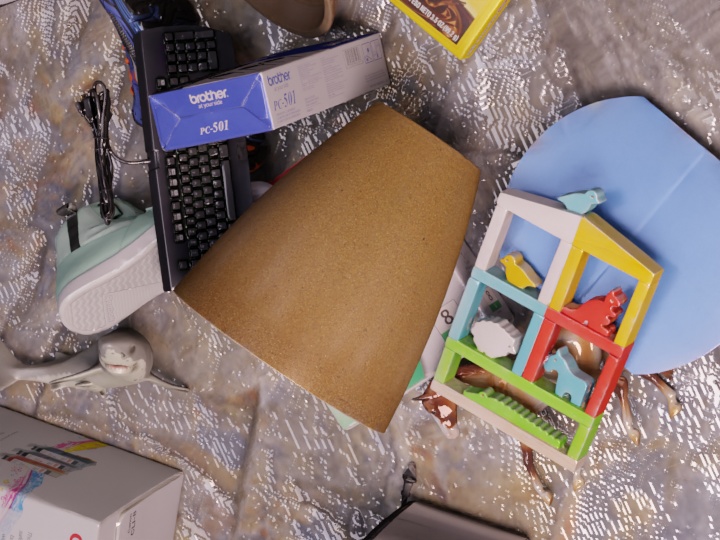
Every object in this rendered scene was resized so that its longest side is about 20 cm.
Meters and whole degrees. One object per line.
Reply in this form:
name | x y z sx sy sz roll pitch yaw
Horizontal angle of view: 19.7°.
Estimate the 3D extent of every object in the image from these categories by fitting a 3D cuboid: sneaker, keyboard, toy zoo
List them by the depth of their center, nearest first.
toy zoo | 0.137 0.030 1.503 0.131 0.020 0.200 30 117 21
keyboard | -0.148 -0.084 1.577 0.127 0.021 0.201 -7 88 -11
sneaker | -0.158 -0.150 1.637 0.078 0.075 0.200 -31 87 31
sneaker | -0.160 -0.040 1.658 0.200 0.118 0.074 -26 131 4

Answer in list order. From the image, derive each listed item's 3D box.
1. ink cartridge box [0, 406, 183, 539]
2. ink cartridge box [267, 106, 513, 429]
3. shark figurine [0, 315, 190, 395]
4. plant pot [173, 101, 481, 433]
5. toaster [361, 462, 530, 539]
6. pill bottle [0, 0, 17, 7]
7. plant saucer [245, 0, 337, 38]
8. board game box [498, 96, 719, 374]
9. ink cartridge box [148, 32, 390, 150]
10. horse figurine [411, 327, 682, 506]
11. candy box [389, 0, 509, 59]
ink cartridge box | -0.273 0.224 1.745 0.200 0.145 0.146 17 109 21
ink cartridge box | 0.000 0.000 1.614 0.161 0.050 0.200 -35 89 28
shark figurine | -0.226 0.060 1.735 0.214 0.128 0.090 -8 74 44
plant pot | -0.006 -0.016 1.511 0.186 0.186 0.200 34 92 14
toaster | 0.043 0.282 1.593 0.118 0.181 0.201 14 109 19
pill bottle | -0.320 -0.256 1.665 0.200 0.106 0.107 -16 96 28
plant saucer | -0.082 -0.259 1.533 0.029 0.200 0.200 -41 82 -16
board game box | 0.203 -0.027 1.513 0.200 0.039 0.158 42 102 14
ink cartridge box | -0.062 -0.133 1.521 0.094 0.200 0.044 -8 100 27
horse figurine | 0.153 0.090 1.562 0.200 0.050 0.133 -39 86 28
candy box | 0.031 -0.259 1.544 0.200 0.026 0.102 41 112 11
